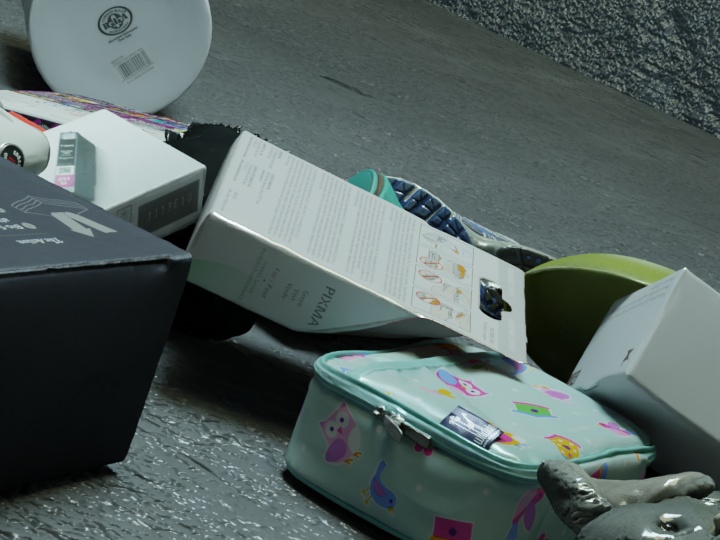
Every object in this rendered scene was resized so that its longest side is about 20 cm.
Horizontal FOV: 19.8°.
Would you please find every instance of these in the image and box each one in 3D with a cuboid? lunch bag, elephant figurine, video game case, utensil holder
[{"bbox_3d":[0.059,0.096,1.131,0.160,0.078,0.199,30,15,29],"label":"lunch bag"},{"bbox_3d":[0.134,0.139,0.935,0.199,0.155,0.142,19,33,-49],"label":"elephant figurine"},{"bbox_3d":[-0.178,-0.097,1.548,0.199,0.036,0.181,16,10,21],"label":"video game case"},{"bbox_3d":[-0.216,-0.235,1.818,0.169,0.171,0.200,18,15,-14],"label":"utensil holder"}]

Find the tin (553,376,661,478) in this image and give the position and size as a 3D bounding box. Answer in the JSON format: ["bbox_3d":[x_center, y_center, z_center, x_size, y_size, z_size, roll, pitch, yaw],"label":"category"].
[{"bbox_3d":[0.138,0.104,1.308,0.199,0.042,0.112,20,17,-8],"label":"tin"}]

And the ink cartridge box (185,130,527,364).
[{"bbox_3d":[0.000,0.000,1.214,0.199,0.050,0.161,28,20,-6],"label":"ink cartridge box"}]

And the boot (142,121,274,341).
[{"bbox_3d":[-0.096,-0.032,1.329,0.197,0.074,0.162,25,30,33],"label":"boot"}]

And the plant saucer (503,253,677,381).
[{"bbox_3d":[0.187,0.047,1.319,0.199,0.031,0.200,24,-24,11],"label":"plant saucer"}]

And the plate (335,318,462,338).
[{"bbox_3d":[-0.038,0.001,1.451,0.199,0.033,0.200,7,19,-47],"label":"plate"}]

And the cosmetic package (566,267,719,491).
[{"bbox_3d":[0.228,0.094,1.209,0.200,0.081,0.113,37,-18,-8],"label":"cosmetic package"}]

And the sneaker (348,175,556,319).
[{"bbox_3d":[0.069,-0.011,1.611,0.199,0.077,0.085,28,3,-2],"label":"sneaker"}]

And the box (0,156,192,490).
[{"bbox_3d":[-0.220,0.009,0.957,0.199,0.118,0.196,26,14,24],"label":"box"}]

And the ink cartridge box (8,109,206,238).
[{"bbox_3d":[-0.219,-0.048,1.201,0.173,0.044,0.199,30,38,30],"label":"ink cartridge box"}]

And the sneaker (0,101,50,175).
[{"bbox_3d":[-0.250,-0.082,1.158,0.088,0.075,0.199,-7,27,-45],"label":"sneaker"}]

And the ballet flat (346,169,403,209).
[{"bbox_3d":[0.010,-0.014,1.412,0.070,0.067,0.200,44,11,-10],"label":"ballet flat"}]
